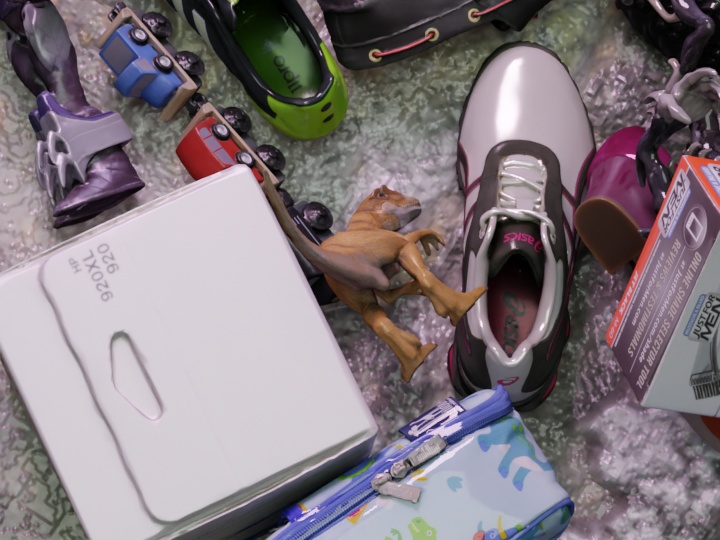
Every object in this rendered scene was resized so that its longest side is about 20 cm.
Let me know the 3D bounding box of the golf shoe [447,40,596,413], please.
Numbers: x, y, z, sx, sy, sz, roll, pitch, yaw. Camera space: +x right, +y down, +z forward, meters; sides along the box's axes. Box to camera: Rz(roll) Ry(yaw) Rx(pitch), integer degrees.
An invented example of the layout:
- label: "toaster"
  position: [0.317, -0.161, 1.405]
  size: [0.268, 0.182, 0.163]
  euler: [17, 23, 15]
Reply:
- label: "golf shoe"
  position: [0.088, -0.028, 1.374]
  size: [0.077, 0.088, 0.201]
  euler: [3, 78, 0]

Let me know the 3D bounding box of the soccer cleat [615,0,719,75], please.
- label: "soccer cleat"
  position: [0.231, -0.131, 1.416]
  size: [0.199, 0.068, 0.073]
  euler: [25, 61, 3]

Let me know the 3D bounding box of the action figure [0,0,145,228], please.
- label: "action figure"
  position: [-0.171, -0.125, 1.368]
  size: [0.069, 0.130, 0.201]
  euler: [-21, 87, -23]

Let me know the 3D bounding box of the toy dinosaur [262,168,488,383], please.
- label: "toy dinosaur"
  position: [0.000, 0.000, 1.300]
  size: [0.106, 0.200, 0.060]
  euler: [41, 102, 6]

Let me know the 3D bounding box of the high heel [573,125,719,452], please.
- label: "high heel"
  position: [0.187, 0.015, 1.386]
  size: [0.067, 0.096, 0.200]
  euler: [-24, 108, 32]

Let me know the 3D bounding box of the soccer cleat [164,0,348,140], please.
- label: "soccer cleat"
  position: [-0.074, -0.155, 1.393]
  size: [0.067, 0.081, 0.200]
  euler: [-39, 83, -9]

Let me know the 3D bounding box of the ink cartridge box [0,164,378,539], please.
- label: "ink cartridge box"
  position: [-0.088, 0.060, 1.290]
  size: [0.144, 0.200, 0.148]
  euler: [-26, 81, -7]

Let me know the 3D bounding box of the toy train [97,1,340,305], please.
- label: "toy train"
  position: [-0.073, -0.061, 1.392]
  size: [0.200, 0.034, 0.046]
  euler: [50, 44, 7]

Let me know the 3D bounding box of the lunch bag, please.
- label: "lunch bag"
  position: [0.016, 0.136, 1.280]
  size: [0.160, 0.200, 0.083]
  euler: [-34, 81, -8]

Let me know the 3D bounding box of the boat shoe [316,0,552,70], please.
- label: "boat shoe"
  position: [0.072, -0.162, 1.414]
  size: [0.201, 0.074, 0.063]
  euler: [-19, 116, -16]

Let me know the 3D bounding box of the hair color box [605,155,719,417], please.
- label: "hair color box"
  position: [0.234, 0.018, 1.286]
  size: [0.199, 0.064, 0.111]
  euler: [8, 121, -22]

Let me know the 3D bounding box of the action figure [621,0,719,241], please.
- label: "action figure"
  position: [0.188, -0.079, 1.315]
  size: [0.118, 0.102, 0.201]
  euler: [-6, 80, -26]
